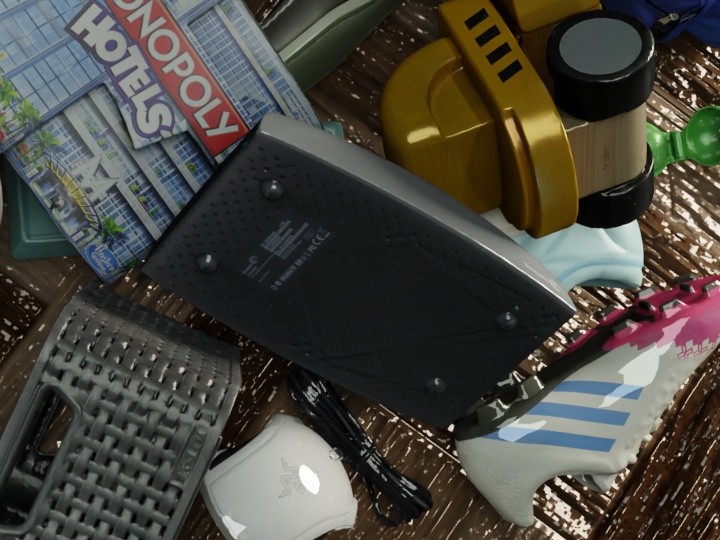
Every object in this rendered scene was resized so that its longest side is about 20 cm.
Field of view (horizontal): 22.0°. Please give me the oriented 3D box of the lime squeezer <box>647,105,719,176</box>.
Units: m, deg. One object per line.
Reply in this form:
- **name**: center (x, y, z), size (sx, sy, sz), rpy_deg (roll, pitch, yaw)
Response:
- **lime squeezer**: center (0.185, -0.075, 1.109), size (0.200, 0.071, 0.038), rpy_deg (-10, 97, 17)

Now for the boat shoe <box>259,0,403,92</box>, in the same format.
- **boat shoe**: center (-0.011, -0.169, 1.087), size (0.201, 0.072, 0.061), rpy_deg (-41, 81, -20)

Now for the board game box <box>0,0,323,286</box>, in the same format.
- **board game box**: center (-0.112, -0.125, 0.986), size (0.200, 0.062, 0.200), rpy_deg (-36, 104, -2)

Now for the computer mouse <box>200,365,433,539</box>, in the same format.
- **computer mouse**: center (-0.022, 0.106, 0.970), size (0.044, 0.200, 0.110), rpy_deg (-36, 87, 17)

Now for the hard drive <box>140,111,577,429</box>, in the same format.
- **hard drive**: center (0.000, 0.000, 0.985), size (0.200, 0.135, 0.042), rpy_deg (29, 40, -19)

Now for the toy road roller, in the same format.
- **toy road roller**: center (0.069, -0.105, 1.026), size (0.146, 0.123, 0.200), rpy_deg (-20, 51, -8)

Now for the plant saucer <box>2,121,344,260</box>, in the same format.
- **plant saucer**: center (-0.103, -0.049, 1.070), size (0.200, 0.019, 0.070), rpy_deg (-4, 80, -13)

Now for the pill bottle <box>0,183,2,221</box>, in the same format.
- **pill bottle**: center (-0.284, -0.022, 0.908), size (0.200, 0.113, 0.113), rpy_deg (-24, 83, -42)

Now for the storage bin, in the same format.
- **storage bin**: center (-0.128, 0.091, 0.932), size (0.094, 0.200, 0.135), rpy_deg (25, 92, -6)

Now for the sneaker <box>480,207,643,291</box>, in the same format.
- **sneaker**: center (0.074, 0.008, 1.064), size (0.200, 0.074, 0.082), rpy_deg (-18, 86, -9)

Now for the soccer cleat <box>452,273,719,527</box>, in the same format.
- **soccer cleat**: center (0.147, 0.075, 1.074), size (0.200, 0.070, 0.086), rpy_deg (-29, 101, -13)

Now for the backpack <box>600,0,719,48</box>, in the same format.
- **backpack**: center (0.220, -0.221, 1.072), size (0.168, 0.200, 0.163), rpy_deg (-39, 89, -16)
